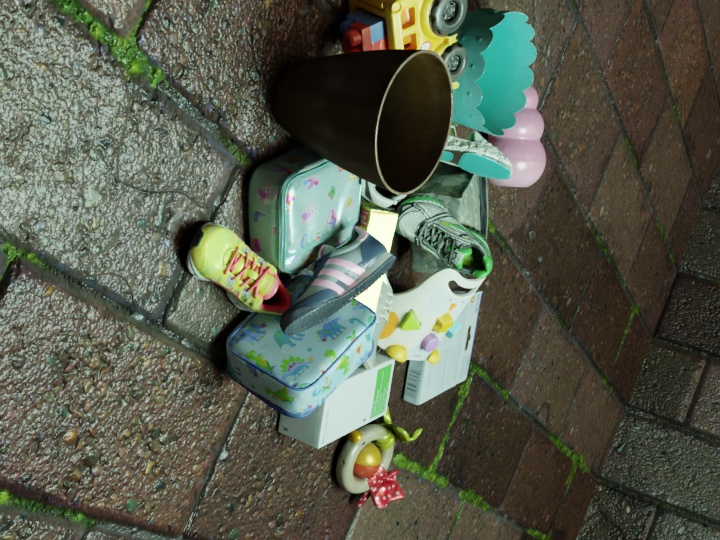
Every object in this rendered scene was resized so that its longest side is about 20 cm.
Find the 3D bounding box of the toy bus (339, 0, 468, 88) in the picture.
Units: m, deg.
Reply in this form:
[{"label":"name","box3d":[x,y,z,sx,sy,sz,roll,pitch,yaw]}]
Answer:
[{"label":"toy bus","box3d":[0.048,-0.331,1.459,0.192,0.136,0.200,-35,138,-28]}]

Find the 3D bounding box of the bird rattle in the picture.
[{"label":"bird rattle","box3d":[0.015,0.336,1.800,0.163,0.113,0.200,4,115,-47]}]

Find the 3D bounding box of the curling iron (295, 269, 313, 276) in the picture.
[{"label":"curling iron","box3d":[-0.047,0.033,1.574,0.200,0.026,0.050,41,62,-58]}]

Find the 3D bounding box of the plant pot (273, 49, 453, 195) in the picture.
[{"label":"plant pot","box3d":[-0.009,-0.213,1.340,0.187,0.200,0.187,-32,131,-47]}]

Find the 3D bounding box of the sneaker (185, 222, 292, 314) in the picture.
[{"label":"sneaker","box3d":[-0.151,0.001,1.328,0.078,0.090,0.200,-63,147,-12]}]

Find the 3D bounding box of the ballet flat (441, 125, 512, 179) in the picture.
[{"label":"ballet flat","box3d":[0.160,-0.205,1.653,0.072,0.200,0.072,-166,-90,-81]}]

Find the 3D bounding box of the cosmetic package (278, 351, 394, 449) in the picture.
[{"label":"cosmetic package","box3d":[-0.037,0.198,1.621,0.200,0.085,0.108,-19,122,-55]}]

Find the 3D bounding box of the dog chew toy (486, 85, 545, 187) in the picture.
[{"label":"dog chew toy","box3d":[0.288,-0.258,1.888,0.125,0.124,0.200,-9,105,-57]}]

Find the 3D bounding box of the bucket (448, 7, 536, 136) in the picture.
[{"label":"bucket","box3d":[0.187,-0.332,1.660,0.207,0.135,0.207,-34,133,-47]}]

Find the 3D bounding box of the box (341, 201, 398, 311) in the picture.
[{"label":"box","box3d":[0.000,0.000,1.526,0.050,0.075,0.200,9,102,-27]}]

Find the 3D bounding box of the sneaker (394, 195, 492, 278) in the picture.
[{"label":"sneaker","box3d":[0.135,-0.053,1.597,0.200,0.085,0.078,24,113,-27]}]

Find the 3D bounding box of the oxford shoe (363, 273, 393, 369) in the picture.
[{"label":"oxford shoe","box3d":[0.024,0.057,1.608,0.075,0.058,0.200,74,18,-75]}]

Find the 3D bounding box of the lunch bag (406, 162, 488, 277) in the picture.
[{"label":"lunch bag","box3d":[0.160,-0.109,1.749,0.200,0.117,0.164,-59,150,-50]}]

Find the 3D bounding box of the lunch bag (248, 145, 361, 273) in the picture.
[{"label":"lunch bag","box3d":[-0.071,-0.090,1.423,0.200,0.077,0.161,-31,130,-49]}]

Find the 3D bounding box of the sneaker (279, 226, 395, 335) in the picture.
[{"label":"sneaker","box3d":[-0.047,0.013,1.394,0.200,0.082,0.070,-35,166,-30]}]

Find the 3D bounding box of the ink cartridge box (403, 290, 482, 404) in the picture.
[{"label":"ink cartridge box","box3d":[0.160,0.141,1.953,0.200,0.041,0.200,-14,117,-56]}]

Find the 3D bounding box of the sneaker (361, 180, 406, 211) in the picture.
[{"label":"sneaker","box3d":[0.041,-0.119,1.583,0.200,0.088,0.074,32,76,-60]}]

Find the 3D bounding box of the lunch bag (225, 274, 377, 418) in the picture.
[{"label":"lunch bag","box3d":[-0.084,0.101,1.422,0.200,0.161,0.083,-44,153,-39]}]

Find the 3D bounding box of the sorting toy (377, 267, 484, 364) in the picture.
[{"label":"sorting toy","box3d":[0.123,0.061,1.692,0.200,0.107,0.180,9,131,-50]}]
